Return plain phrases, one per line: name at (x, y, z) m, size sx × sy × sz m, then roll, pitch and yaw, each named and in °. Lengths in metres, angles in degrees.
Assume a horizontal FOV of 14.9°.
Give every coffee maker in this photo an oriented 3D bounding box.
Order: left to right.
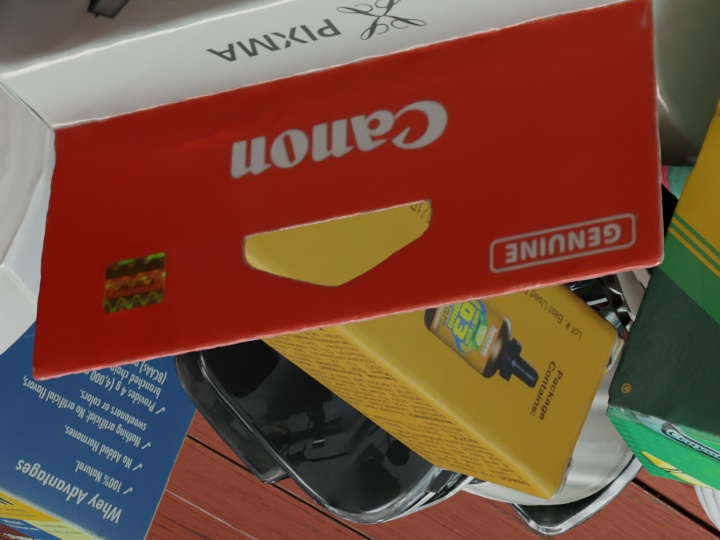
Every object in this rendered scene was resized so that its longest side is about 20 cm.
coffee maker at (0.013, 0.031, 1.186) m, size 0.191 × 0.135 × 0.200 m, roll 20°, pitch -175°, yaw 31°

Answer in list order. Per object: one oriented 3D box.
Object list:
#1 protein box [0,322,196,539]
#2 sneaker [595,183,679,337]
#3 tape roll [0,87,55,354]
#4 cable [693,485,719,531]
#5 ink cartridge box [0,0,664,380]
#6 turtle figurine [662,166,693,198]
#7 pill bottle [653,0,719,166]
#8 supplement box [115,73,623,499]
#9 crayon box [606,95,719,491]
protein box at (-0.181, 0.010, 1.376) m, size 0.198 × 0.201 × 0.135 m, roll 30°, pitch 163°, yaw -29°
sneaker at (0.139, 0.013, 0.859) m, size 0.200 × 0.090 × 0.070 m, roll 46°, pitch -168°, yaw -39°
tape roll at (-0.223, -0.045, 1.242) m, size 0.201 × 0.203 × 0.071 m, roll 17°, pitch 164°, yaw 16°
cable at (0.213, 0.041, 0.995) m, size 0.199 × 0.069 × 0.201 m, roll -10°, pitch 136°, yaw -6°
ink cartridge box at (-0.013, -0.070, 0.784) m, size 0.199 × 0.175 × 0.044 m, roll -11°, pitch 148°, yaw 22°
turtle figurine at (0.099, -0.028, 1.047) m, size 0.150 × 0.101 × 0.200 m, roll 44°, pitch 178°, yaw -12°
pill bottle at (0.048, -0.082, 0.892) m, size 0.199 × 0.115 × 0.114 m, roll 6°, pitch 159°, yaw 47°
supplement box at (0.000, 0.000, 0.895) m, size 0.069 × 0.067 × 0.200 m, roll 5°, pitch 154°, yaw 47°
crayon box at (0.159, -0.027, 0.759) m, size 0.118 × 0.201 × 0.058 m, roll 14°, pitch 162°, yaw 26°
